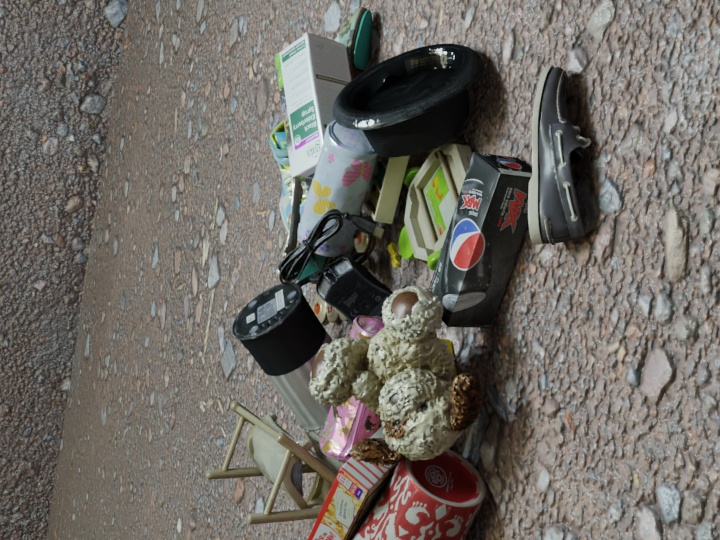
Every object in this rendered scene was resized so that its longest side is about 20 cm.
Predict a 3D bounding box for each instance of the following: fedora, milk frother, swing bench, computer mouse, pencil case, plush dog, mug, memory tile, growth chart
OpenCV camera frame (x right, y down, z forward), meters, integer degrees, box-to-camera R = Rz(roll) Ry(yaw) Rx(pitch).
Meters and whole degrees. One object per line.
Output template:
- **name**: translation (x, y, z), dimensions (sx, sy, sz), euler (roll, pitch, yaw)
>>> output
- **fedora**: translation (0.069, -0.205, 1.363), dimensions (0.201, 0.200, 0.092), euler (47, 164, 56)
- **milk frother**: translation (-0.049, 0.093, 1.562), dimensions (0.199, 0.189, 0.181), euler (-21, 30, 23)
- **swing bench**: translation (-0.090, 0.297, 1.564), dimensions (0.199, 0.199, 0.131), euler (17, 86, 62)
- **computer mouse**: translation (0.000, 0.000, 1.464), dimensions (0.141, 0.199, 0.046), euler (-53, 15, 18)
- **pencil case**: translation (-0.027, -0.115, 1.488), dimensions (0.083, 0.091, 0.201), euler (36, 130, 20)
- **pencil case**: translation (0.005, 0.159, 1.448), dimensions (0.086, 0.082, 0.201), euler (26, 108, 37)
- **plush dog**: translation (0.059, 0.143, 1.265), dimensions (0.200, 0.160, 0.173), euler (-36, 52, 24)
- **mug**: translation (0.056, 0.308, 1.324), dimensions (0.201, 0.133, 0.178), euler (-66, 33, 28)
- **memory tile**: translation (-0.030, 0.005, 1.675), dimensions (0.200, 0.017, 0.155), euler (-10, 76, 64)
- **growth chart**: translation (-0.102, -0.074, 1.615), dimensions (0.145, 0.018, 0.202), euler (87, -172, -77)

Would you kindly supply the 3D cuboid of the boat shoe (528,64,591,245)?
- **boat shoe**: translation (0.220, -0.126, 1.164), dimensions (0.062, 0.073, 0.202), euler (1, 78, 21)

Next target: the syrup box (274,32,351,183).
- **syrup box**: translation (-0.061, -0.235, 1.574), dimensions (0.078, 0.081, 0.202), euler (-24, 67, 44)

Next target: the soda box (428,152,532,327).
- **soda box**: translation (0.144, -0.033, 1.264), dimensions (0.063, 0.070, 0.201), euler (48, 128, 52)

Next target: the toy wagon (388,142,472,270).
- **toy wagon**: translation (0.095, -0.076, 1.410), dimensions (0.200, 0.039, 0.156), euler (123, 143, -45)

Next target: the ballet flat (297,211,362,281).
- **ballet flat**: translation (-0.055, -0.059, 1.656), dimensions (0.200, 0.070, 0.071), euler (-53, 40, 46)

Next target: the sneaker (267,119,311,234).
- **sneaker**: translation (-0.107, -0.154, 1.728), dimensions (0.131, 0.079, 0.201), euler (62, -160, -64)

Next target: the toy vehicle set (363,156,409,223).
- **toy vehicle set**: translation (0.027, -0.159, 1.529), dimensions (0.200, 0.026, 0.125), euler (-116, 37, -65)

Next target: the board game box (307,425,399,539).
- **board game box**: translation (0.011, 0.274, 1.370), dimensions (0.046, 0.151, 0.201), euler (37, 137, 15)

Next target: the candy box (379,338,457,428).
- **candy box**: translation (0.072, 0.181, 1.424), dimensions (0.200, 0.026, 0.103), euler (130, 141, -50)

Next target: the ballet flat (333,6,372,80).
- **ballet flat**: translation (-0.022, -0.302, 1.643), dimensions (0.071, 0.069, 0.202), euler (1, 90, 22)
